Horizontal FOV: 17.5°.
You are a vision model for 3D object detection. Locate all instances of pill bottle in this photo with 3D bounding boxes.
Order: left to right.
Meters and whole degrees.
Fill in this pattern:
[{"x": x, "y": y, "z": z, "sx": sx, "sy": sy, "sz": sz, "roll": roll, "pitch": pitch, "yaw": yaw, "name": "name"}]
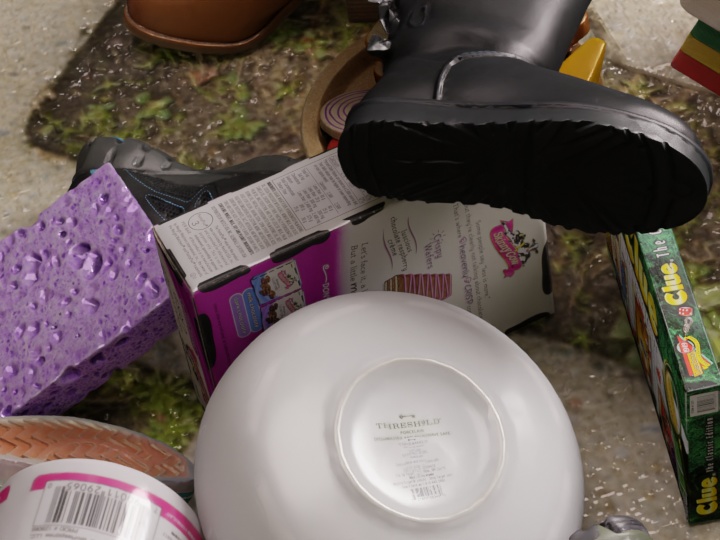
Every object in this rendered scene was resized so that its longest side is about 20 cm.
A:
[{"x": -0.143, "y": 0.198, "z": 1.095, "sx": 0.113, "sy": 0.114, "sz": 0.200, "roll": 2, "pitch": 47, "yaw": 13, "name": "pill bottle"}]

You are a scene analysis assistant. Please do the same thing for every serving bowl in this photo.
[{"x": 0.021, "y": 0.094, "z": 1.139, "sx": 0.199, "sy": 0.066, "sz": 0.201, "roll": 6, "pitch": 63, "yaw": -12, "name": "serving bowl"}]

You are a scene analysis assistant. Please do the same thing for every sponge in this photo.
[{"x": -0.191, "y": 0.037, "z": 1.278, "sx": 0.200, "sy": 0.030, "sz": 0.112, "roll": -36, "pitch": 51, "yaw": -1, "name": "sponge"}]

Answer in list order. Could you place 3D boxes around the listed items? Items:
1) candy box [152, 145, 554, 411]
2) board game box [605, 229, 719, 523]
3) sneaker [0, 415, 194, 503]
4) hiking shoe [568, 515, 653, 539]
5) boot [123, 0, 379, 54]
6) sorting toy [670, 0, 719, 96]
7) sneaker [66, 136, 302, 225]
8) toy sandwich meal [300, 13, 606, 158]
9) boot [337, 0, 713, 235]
[{"x": 0.000, "y": 0.000, "z": 1.242, "sx": 0.199, "sy": 0.137, "sz": 0.061, "roll": -23, "pitch": 48, "yaw": -13, "name": "candy box"}, {"x": 0.156, "y": 0.021, "z": 1.213, "sx": 0.023, "sy": 0.105, "sz": 0.200, "roll": -9, "pitch": 45, "yaw": -2, "name": "board game box"}, {"x": -0.186, "y": 0.124, "z": 1.215, "sx": 0.199, "sy": 0.080, "sz": 0.071, "roll": 3, "pitch": 21, "yaw": -11, "name": "sneaker"}, {"x": 0.091, "y": 0.202, "z": 1.072, "sx": 0.101, "sy": 0.076, "sz": 0.200, "roll": 35, "pitch": 66, "yaw": 31, "name": "hiking shoe"}, {"x": -0.062, "y": -0.221, "z": 1.452, "sx": 0.199, "sy": 0.155, "sz": 0.074, "roll": -10, "pitch": 44, "yaw": 0, "name": "boot"}, {"x": 0.281, "y": -0.128, "z": 1.302, "sx": 0.198, "sy": 0.070, "sz": 0.200, "roll": 31, "pitch": 40, "yaw": 4, "name": "sorting toy"}, {"x": -0.082, "y": -0.020, "z": 1.334, "sx": 0.199, "sy": 0.073, "sz": 0.082, "roll": 6, "pitch": 60, "yaw": 26, "name": "sneaker"}, {"x": 0.057, "y": -0.113, "z": 1.384, "sx": 0.204, "sy": 0.070, "sz": 0.206, "roll": -6, "pitch": 46, "yaw": 6, "name": "toy sandwich meal"}, {"x": 0.090, "y": -0.102, "z": 1.183, "sx": 0.197, "sy": 0.074, "sz": 0.163, "roll": 6, "pitch": 45, "yaw": 16, "name": "boot"}]
